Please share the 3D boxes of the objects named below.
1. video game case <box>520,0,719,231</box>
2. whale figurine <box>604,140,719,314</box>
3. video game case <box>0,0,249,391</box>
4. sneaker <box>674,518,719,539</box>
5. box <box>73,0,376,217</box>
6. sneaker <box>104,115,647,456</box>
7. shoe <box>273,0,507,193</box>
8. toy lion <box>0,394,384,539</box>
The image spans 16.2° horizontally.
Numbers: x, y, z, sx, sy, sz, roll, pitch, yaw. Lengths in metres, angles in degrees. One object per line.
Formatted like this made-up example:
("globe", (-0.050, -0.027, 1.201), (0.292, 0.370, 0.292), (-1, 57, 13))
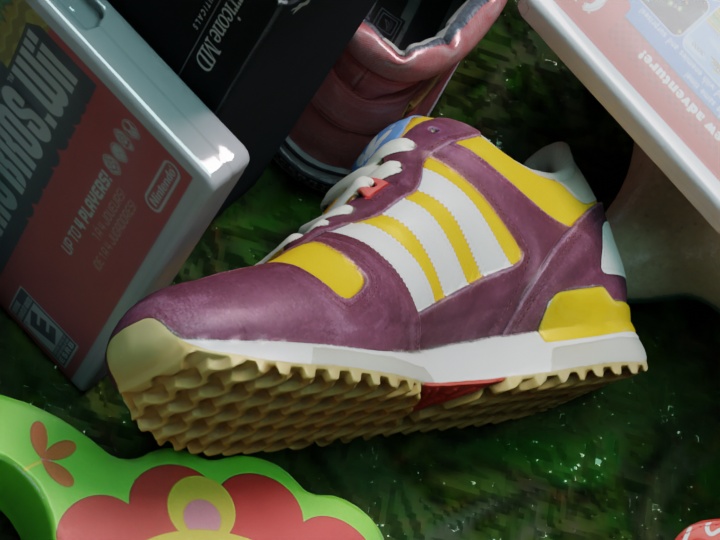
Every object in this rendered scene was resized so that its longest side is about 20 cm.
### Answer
("video game case", (0.167, -0.093, 0.776), (0.200, 0.017, 0.143), (-42, 86, -12))
("whale figurine", (0.173, 0.012, 0.828), (0.199, 0.104, 0.160), (19, 73, 16))
("video game case", (-0.124, -0.068, 0.715), (0.200, 0.143, 0.017), (47, 58, 5))
("sneaker", (0.086, 0.141, 0.744), (0.200, 0.067, 0.108), (-17, 73, -29))
("box", (-0.072, -0.095, 0.713), (0.079, 0.200, 0.141), (-38, 84, -30))
("sneaker", (0.000, 0.000, 0.751), (0.199, 0.075, 0.091), (1, 70, -46))
("shoe", (0.030, -0.123, 0.826), (0.071, 0.091, 0.201), (28, 61, -6))
("toy lion", (-0.074, 0.113, 0.705), (0.200, 0.069, 0.191), (48, 53, 5))
